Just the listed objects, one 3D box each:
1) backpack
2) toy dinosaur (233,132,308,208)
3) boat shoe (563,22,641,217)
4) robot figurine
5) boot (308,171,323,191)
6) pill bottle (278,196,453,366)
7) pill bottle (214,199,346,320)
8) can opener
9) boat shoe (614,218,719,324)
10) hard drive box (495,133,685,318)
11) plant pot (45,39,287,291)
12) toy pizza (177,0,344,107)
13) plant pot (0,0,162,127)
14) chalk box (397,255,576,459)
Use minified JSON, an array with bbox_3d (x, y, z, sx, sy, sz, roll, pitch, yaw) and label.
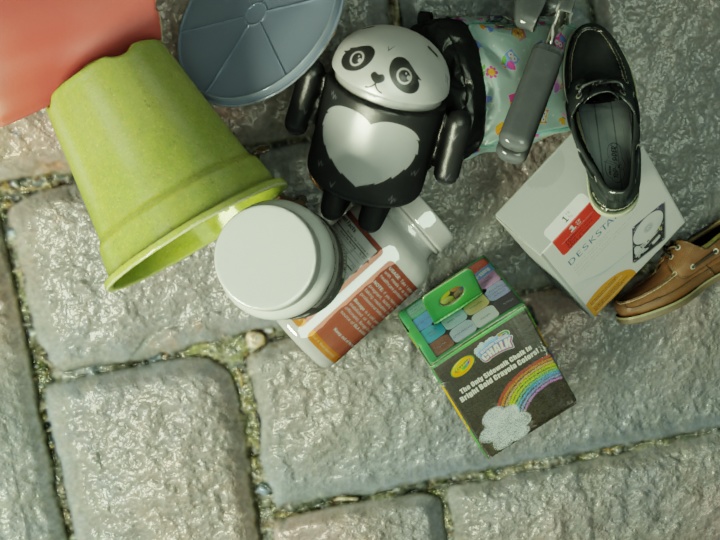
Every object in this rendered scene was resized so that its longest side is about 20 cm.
[{"bbox_3d":[0.152,-0.192,1.404,0.199,0.126,0.169,-11,102,-34],"label":"backpack"},{"bbox_3d":[-0.151,-0.069,1.426,0.198,0.086,0.137,-7,113,-3],"label":"toy dinosaur"},{"bbox_3d":[0.240,-0.156,1.327,0.074,0.066,0.201,-3,80,8],"label":"boat shoe"},{"bbox_3d":[0.016,-0.141,1.322,0.149,0.125,0.201,-1,122,-29],"label":"robot figurine"},{"bbox_3d":[0.034,-0.150,1.441,0.200,0.075,0.074,-41,104,-1],"label":"boot"},{"bbox_3d":[0.000,0.000,1.447,0.200,0.112,0.112,-41,108,2],"label":"pill bottle"},{"bbox_3d":[-0.076,-0.009,1.289,0.112,0.200,0.114,0,88,5],"label":"pill bottle"},{"bbox_3d":[0.163,-0.204,1.320,0.066,0.053,0.201,20,70,7],"label":"can opener"},{"bbox_3d":[0.374,-0.006,1.554,0.199,0.072,0.068,-27,105,-13],"label":"boat shoe"},{"bbox_3d":[0.252,-0.057,1.453,0.156,0.077,0.200,-47,146,3],"label":"hard drive box"},{"bbox_3d":[-0.201,-0.109,1.281,0.199,0.200,0.185,-31,89,-1],"label":"plant pot"},{"bbox_3d":[-0.098,-0.249,1.344,0.200,0.200,0.032,-46,142,4],"label":"toy pizza"},{"bbox_3d":[-0.297,-0.258,1.295,0.176,0.200,0.202,-19,108,-16],"label":"plant pot"},{"bbox_3d":[0.130,0.079,1.476,0.124,0.124,0.201,-32,121,-1],"label":"chalk box"}]
